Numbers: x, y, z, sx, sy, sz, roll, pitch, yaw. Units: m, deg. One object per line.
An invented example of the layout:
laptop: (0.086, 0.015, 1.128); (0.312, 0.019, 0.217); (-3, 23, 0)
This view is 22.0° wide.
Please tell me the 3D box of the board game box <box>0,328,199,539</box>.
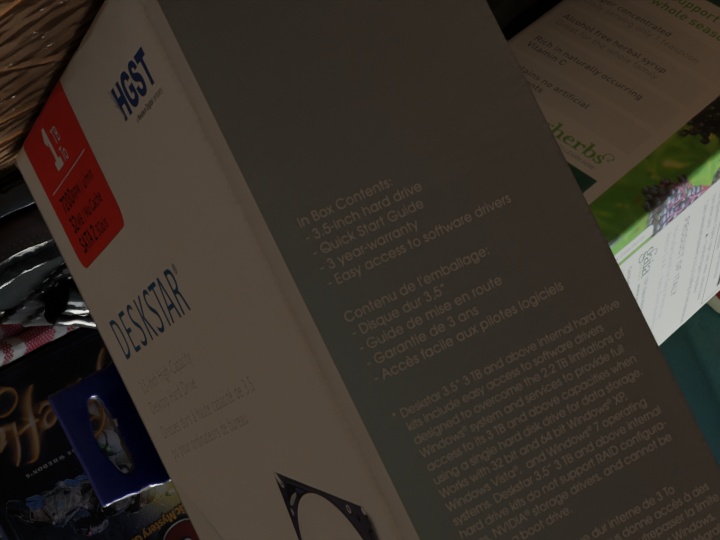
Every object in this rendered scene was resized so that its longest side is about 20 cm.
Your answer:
board game box: (-0.085, 0.082, 0.833); (0.200, 0.136, 0.035); (-29, 180, -40)

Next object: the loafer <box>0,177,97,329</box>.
loafer: (-0.057, -0.011, 0.605); (0.072, 0.063, 0.200); (-29, 177, 38)

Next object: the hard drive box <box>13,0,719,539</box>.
hard drive box: (0.002, 0.028, 0.455); (0.077, 0.201, 0.156); (-25, 176, -22)

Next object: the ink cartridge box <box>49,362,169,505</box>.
ink cartridge box: (-0.028, 0.032, 0.775); (0.199, 0.137, 0.076); (-27, 174, -9)

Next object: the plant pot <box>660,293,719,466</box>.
plant pot: (0.143, -0.025, 0.822); (0.141, 0.201, 0.141); (-24, 177, -26)

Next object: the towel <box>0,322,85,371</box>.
towel: (-0.169, 0.036, 0.859); (0.146, 0.030, 0.200); (-29, 180, 43)

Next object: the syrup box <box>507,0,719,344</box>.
syrup box: (0.104, -0.052, 0.591); (0.200, 0.079, 0.082); (-38, 148, -27)

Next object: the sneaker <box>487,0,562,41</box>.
sneaker: (0.057, -0.056, 0.657); (0.073, 0.082, 0.200); (-25, 177, 18)

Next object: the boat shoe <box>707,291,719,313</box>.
boat shoe: (0.209, -0.058, 0.747); (0.200, 0.071, 0.063); (-45, -178, -25)
